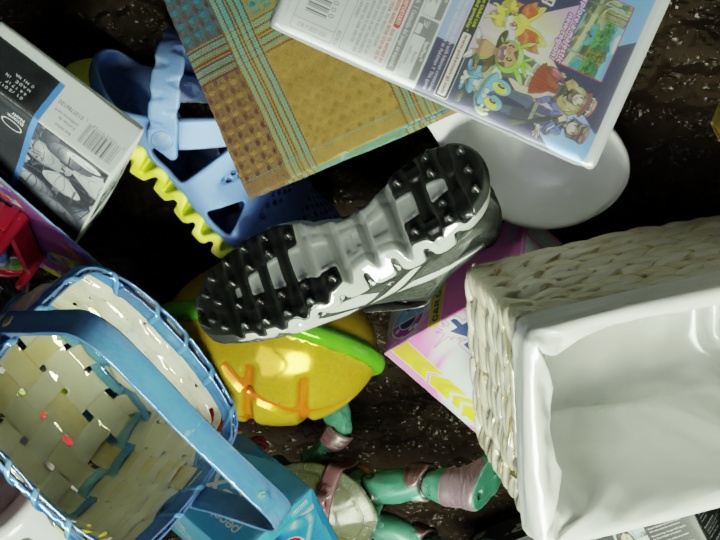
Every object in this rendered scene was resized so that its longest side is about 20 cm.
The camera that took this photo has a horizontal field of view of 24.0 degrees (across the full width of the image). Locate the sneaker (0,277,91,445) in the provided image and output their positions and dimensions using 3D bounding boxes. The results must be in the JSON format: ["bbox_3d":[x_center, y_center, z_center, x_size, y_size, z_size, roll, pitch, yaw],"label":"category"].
[{"bbox_3d":[-0.246,0.064,1.182,0.084,0.077,0.200,-24,124,38],"label":"sneaker"}]

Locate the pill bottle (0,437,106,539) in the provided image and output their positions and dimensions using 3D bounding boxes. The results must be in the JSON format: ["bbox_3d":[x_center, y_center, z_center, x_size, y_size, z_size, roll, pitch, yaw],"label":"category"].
[{"bbox_3d":[-0.222,0.229,1.308,0.110,0.112,0.200,-18,126,27],"label":"pill bottle"}]

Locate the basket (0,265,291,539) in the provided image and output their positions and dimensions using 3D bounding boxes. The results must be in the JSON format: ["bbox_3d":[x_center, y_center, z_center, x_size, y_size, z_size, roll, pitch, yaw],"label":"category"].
[{"bbox_3d":[-0.147,0.082,0.988,0.199,0.139,0.177,9,144,54],"label":"basket"}]

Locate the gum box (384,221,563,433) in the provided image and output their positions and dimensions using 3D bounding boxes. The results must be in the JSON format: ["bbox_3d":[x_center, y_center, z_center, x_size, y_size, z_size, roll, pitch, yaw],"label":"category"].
[{"bbox_3d":[0.125,0.066,1.102,0.113,0.066,0.200,-31,120,34],"label":"gum box"}]

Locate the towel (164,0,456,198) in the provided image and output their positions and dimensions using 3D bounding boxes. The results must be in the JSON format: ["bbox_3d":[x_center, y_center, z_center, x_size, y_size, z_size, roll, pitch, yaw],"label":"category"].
[{"bbox_3d":[-0.008,-0.139,0.917,0.199,0.022,0.148,-22,92,29],"label":"towel"}]

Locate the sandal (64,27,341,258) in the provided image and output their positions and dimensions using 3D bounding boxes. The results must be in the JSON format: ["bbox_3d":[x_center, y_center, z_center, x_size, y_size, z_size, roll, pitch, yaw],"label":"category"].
[{"bbox_3d":[-0.082,-0.072,1.013,0.199,0.080,0.087,36,126,-23],"label":"sandal"}]

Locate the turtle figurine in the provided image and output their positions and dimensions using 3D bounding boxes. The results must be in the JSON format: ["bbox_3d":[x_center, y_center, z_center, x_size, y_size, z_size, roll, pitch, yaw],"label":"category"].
[{"bbox_3d":[-0.005,0.149,1.165,0.198,0.101,0.151,15,136,25],"label":"turtle figurine"}]

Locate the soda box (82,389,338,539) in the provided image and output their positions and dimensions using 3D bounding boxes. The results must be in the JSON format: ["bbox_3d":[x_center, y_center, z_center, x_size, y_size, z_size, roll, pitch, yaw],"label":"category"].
[{"bbox_3d":[-0.107,0.133,1.107,0.199,0.068,0.064,33,156,40],"label":"soda box"}]

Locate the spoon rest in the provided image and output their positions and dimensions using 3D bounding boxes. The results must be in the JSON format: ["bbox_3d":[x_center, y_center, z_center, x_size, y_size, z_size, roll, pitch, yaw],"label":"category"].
[{"bbox_3d":[0.072,-0.090,0.969,0.200,0.061,0.099,41,129,-23],"label":"spoon rest"}]

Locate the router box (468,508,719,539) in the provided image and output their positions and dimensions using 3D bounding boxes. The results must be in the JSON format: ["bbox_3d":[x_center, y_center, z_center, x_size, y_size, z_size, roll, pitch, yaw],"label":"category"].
[{"bbox_3d":[0.186,0.239,1.222,0.199,0.052,0.158,-25,97,32],"label":"router box"}]

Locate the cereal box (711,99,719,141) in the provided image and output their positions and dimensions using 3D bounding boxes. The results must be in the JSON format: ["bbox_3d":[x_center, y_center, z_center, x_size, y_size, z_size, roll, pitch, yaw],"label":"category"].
[{"bbox_3d":[0.302,-0.104,0.881,0.198,0.040,0.145,18,110,-4],"label":"cereal box"}]

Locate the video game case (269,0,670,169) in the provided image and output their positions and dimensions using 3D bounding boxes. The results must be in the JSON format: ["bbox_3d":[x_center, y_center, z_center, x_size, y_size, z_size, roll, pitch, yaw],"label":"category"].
[{"bbox_3d":[0.075,-0.177,0.836,0.181,0.023,0.202,23,98,-9],"label":"video game case"}]

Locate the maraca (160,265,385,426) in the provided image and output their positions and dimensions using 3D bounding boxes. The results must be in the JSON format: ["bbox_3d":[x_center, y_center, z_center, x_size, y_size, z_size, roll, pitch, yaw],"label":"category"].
[{"bbox_3d":[-0.076,0.044,1.103,0.198,0.108,0.137,3,161,36],"label":"maraca"}]

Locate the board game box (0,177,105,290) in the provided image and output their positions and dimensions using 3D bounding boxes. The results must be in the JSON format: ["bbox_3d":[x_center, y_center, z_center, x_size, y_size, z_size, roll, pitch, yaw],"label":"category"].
[{"bbox_3d":[-0.238,-0.025,1.050,0.157,0.039,0.200,16,157,48],"label":"board game box"}]

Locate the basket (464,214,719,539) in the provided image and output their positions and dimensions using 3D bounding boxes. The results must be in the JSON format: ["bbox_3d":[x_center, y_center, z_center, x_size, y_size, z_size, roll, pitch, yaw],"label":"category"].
[{"bbox_3d":[0.166,0.055,0.979,0.198,0.123,0.137,-11,112,-14],"label":"basket"}]

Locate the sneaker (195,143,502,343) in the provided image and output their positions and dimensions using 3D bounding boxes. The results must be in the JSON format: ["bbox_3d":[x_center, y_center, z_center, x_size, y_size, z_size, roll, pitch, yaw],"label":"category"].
[{"bbox_3d":[0.000,0.000,0.997,0.199,0.067,0.090,-27,151,15],"label":"sneaker"}]

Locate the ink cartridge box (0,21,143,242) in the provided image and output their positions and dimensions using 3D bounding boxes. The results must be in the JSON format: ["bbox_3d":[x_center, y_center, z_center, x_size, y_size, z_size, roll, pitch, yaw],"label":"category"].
[{"bbox_3d":[-0.190,-0.069,0.993,0.099,0.039,0.200,36,160,-5],"label":"ink cartridge box"}]
